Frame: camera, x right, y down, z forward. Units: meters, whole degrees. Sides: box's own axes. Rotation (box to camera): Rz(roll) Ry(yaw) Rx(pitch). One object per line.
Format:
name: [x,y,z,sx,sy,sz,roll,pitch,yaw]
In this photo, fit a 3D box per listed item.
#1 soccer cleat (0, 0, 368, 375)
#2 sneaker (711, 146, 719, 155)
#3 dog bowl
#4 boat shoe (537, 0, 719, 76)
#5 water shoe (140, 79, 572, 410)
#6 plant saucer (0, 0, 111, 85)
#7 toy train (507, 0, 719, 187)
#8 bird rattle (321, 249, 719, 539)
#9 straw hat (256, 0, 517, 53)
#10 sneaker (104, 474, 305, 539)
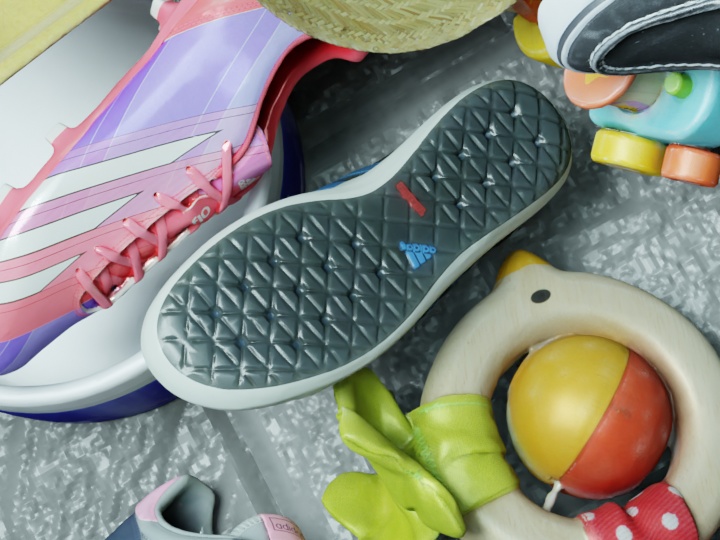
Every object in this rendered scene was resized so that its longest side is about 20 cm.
soccer cleat: [-0.079,-0.035,0.862,0.076,0.067,0.200,35,85,10]
sneaker: [0.190,-0.134,0.912,0.089,0.070,0.201,8,82,-3]
dog bowl: [-0.125,-0.038,0.943,0.199,0.079,0.201,-2,79,11]
boat shoe: [0.162,-0.095,0.785,0.199,0.072,0.068,-15,66,9]
water shoe: [0.000,0.000,0.884,0.199,0.079,0.072,-31,82,-23]
plant saucer: [-0.149,-0.170,0.896,0.200,0.049,0.200,41,61,14]
toy train: [0.107,-0.130,0.879,0.150,0.055,0.201,-48,48,31]
bird rattle: [0.085,0.078,0.875,0.199,0.113,0.164,24,69,11]
straw hat: [-0.006,-0.187,0.847,0.085,0.201,0.202,23,83,56]
sneaker: [-0.036,0.136,0.866,0.199,0.070,0.082,23,76,43]
